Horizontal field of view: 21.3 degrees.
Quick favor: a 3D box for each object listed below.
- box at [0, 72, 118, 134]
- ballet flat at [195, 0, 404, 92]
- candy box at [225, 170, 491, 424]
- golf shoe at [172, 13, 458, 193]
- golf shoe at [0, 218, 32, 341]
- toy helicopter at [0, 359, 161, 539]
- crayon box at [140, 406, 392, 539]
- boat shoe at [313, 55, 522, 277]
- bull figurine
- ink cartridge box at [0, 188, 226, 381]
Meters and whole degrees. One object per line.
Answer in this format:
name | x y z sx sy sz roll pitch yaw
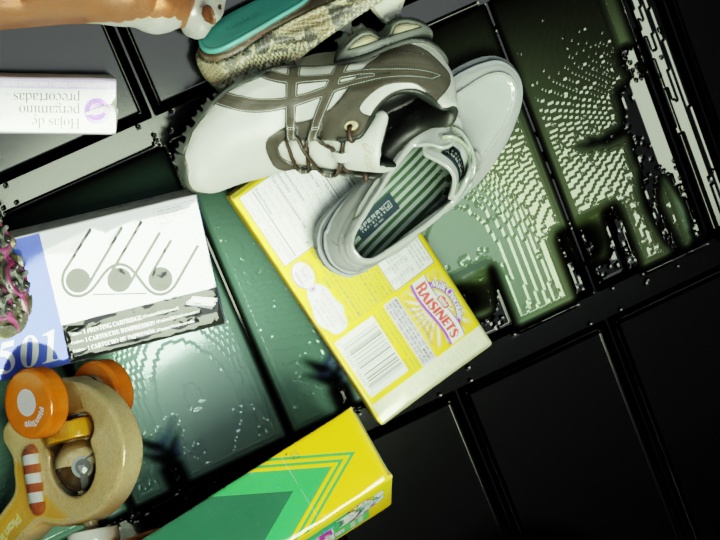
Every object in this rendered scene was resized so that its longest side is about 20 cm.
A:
box | -0.262 -0.112 1.275 0.199 0.041 0.039 0 101 -13
ballet flat | -0.019 -0.180 1.313 0.200 0.068 0.075 -36 127 1
candy box | 0.000 0.000 1.358 0.102 0.026 0.201 -36 105 -10
golf shoe | -0.028 -0.095 1.278 0.199 0.095 0.078 -28 141 -1
golf shoe | -0.296 -0.028 1.240 0.092 0.073 0.200 -34 104 31
toy helicopter | -0.208 0.162 1.288 0.200 0.079 0.133 -49 65 28
crayon box | -0.063 0.171 1.284 0.172 0.200 0.058 -33 80 -6
boat shoe | 0.053 -0.069 1.321 0.074 0.067 0.200 44 75 -19
bull figurine | -0.180 -0.209 1.265 0.199 0.065 0.122 -6 98 -13
ink cartridge box | -0.199 0.014 1.308 0.199 0.044 0.095 -14 100 -10
